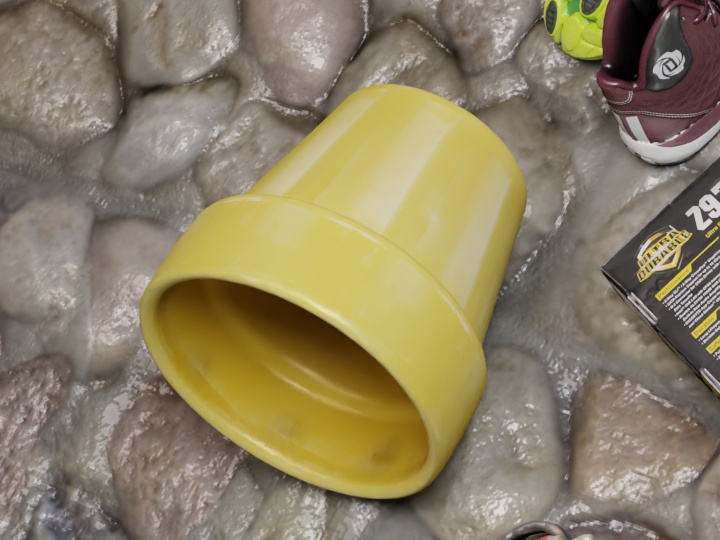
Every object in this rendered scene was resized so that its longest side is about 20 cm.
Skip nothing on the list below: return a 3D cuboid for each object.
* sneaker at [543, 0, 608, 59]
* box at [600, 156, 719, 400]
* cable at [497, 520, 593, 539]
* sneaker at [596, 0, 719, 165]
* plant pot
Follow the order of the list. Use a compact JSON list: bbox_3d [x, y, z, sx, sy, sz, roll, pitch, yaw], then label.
[{"bbox_3d":[0.197,-0.201,1.500,0.200,0.084,0.074,-44,69,24],"label":"sneaker"},{"bbox_3d":[0.257,-0.013,1.364,0.200,0.049,0.160,-43,47,3],"label":"box"},{"bbox_3d":[0.048,0.191,1.370,0.200,0.050,0.097,-14,56,23],"label":"cable"},{"bbox_3d":[0.215,-0.161,1.431,0.200,0.116,0.076,-49,50,-2],"label":"sneaker"},{"bbox_3d":[0.000,0.000,1.430,0.200,0.201,0.189,8,53,34],"label":"plant pot"}]
